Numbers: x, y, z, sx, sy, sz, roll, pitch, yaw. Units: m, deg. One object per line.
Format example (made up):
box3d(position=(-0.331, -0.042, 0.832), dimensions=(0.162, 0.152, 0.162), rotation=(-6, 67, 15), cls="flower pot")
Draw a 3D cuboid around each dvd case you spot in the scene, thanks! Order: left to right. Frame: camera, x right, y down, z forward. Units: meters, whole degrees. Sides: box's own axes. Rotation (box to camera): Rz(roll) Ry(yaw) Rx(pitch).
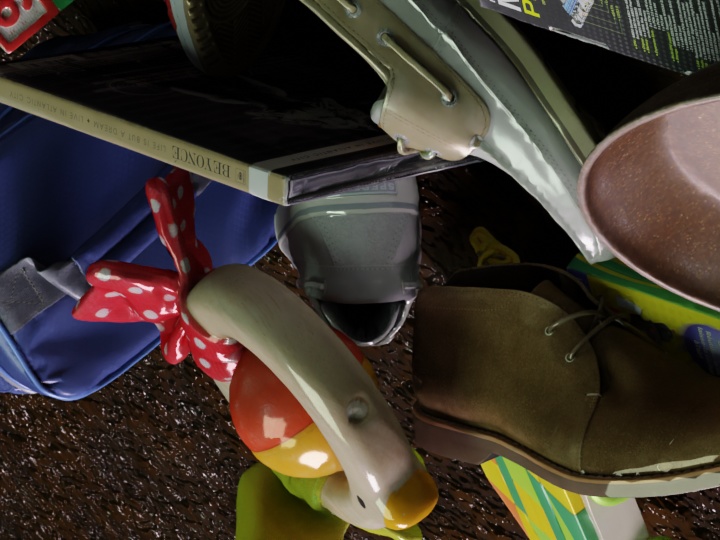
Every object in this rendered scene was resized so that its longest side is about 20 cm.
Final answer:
box3d(position=(-0.048, -0.069, 0.977), dimensions=(0.199, 0.148, 0.016), rotation=(20, 114, 40), cls="dvd case")

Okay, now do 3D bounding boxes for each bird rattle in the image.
box3d(position=(-0.031, 0.045, 0.974), dimensions=(0.201, 0.112, 0.163), rotation=(64, 158, -11), cls="bird rattle")

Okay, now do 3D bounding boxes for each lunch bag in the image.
box3d(position=(-0.141, -0.028, 1.101), dimensions=(0.132, 0.200, 0.136), rotation=(-3, 124, 55), cls="lunch bag")

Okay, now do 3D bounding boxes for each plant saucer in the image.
box3d(position=(0.172, -0.027, 0.753), dimensions=(0.199, 0.037, 0.201), rotation=(11, 158, 4), cls="plant saucer")

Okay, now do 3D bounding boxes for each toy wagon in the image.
box3d(position=(0.079, 0.067, 1.054), dimensions=(0.155, 0.039, 0.201), rotation=(42, 163, 51), cls="toy wagon")

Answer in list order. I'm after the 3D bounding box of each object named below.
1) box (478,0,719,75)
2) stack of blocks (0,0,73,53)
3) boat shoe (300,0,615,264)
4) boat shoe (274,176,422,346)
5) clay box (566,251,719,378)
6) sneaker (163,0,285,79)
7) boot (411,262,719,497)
box3d(position=(0.089, -0.155, 0.744), dimensions=(0.160, 0.044, 0.201), rotation=(24, 148, 38), cls="box")
box3d(position=(-0.184, -0.171, 1.031), dimensions=(0.115, 0.058, 0.200), rotation=(52, 175, -18), cls="stack of blocks")
box3d(position=(0.034, -0.077, 0.890), dimensions=(0.200, 0.068, 0.075), rotation=(52, -173, -3), cls="boat shoe")
box3d(position=(0.000, 0.000, 1.026), dimensions=(0.071, 0.069, 0.200), rotation=(0, 173, -8), cls="boat shoe")
box3d(position=(0.184, 0.050, 0.912), dimensions=(0.199, 0.048, 0.115), rotation=(21, 147, 44), cls="clay box")
box3d(position=(-0.096, -0.177, 0.954), dimensions=(0.112, 0.071, 0.201), rotation=(22, 140, 31), cls="sneaker")
box3d(position=(0.093, 0.042, 0.914), dimensions=(0.199, 0.073, 0.076), rotation=(7, 110, 45), cls="boot")
